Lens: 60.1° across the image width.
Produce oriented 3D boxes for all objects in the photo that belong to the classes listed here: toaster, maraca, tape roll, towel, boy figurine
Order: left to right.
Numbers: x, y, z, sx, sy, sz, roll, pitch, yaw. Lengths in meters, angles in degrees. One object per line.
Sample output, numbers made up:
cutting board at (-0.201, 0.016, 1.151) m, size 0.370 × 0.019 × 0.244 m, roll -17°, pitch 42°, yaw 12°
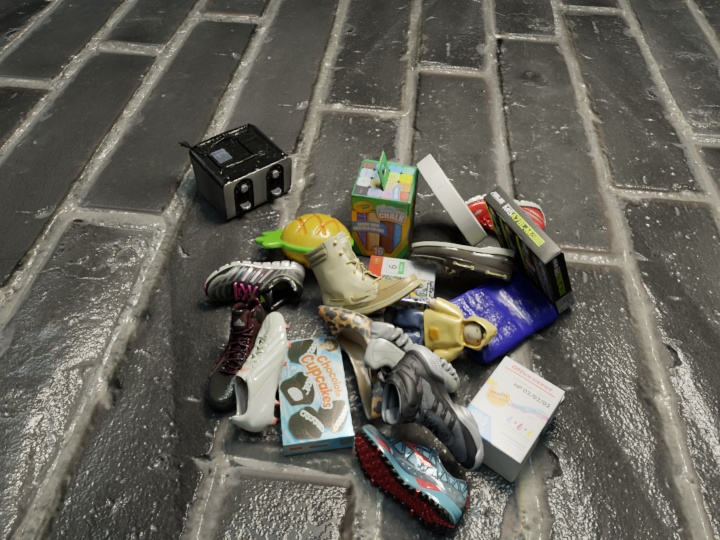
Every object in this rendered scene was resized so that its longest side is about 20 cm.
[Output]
toaster at (-0.274, -0.228, 1.397) m, size 0.179 × 0.120 × 0.200 m, roll -29°, pitch 54°, yaw -28°
maraca at (-0.110, -0.060, 1.248) m, size 0.195 × 0.110 × 0.137 m, roll 4°, pitch 15°, yaw 8°
boy figurine at (0.139, 0.112, 1.095) m, size 0.195 × 0.128 × 0.064 m, roll 5°, pitch 1°, yaw 19°
tape roll at (0.181, -0.139, 1.232) m, size 0.037 × 0.203 × 0.205 m, roll -34°, pitch 48°, yaw 11°
towel at (0.257, 0.077, 1.170) m, size 0.197 × 0.050 × 0.148 m, roll -27°, pitch 52°, yaw -25°

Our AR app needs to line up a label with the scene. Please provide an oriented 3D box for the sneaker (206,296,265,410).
sneaker at (-0.215, 0.126, 1.061) m, size 0.074 × 0.117 × 0.202 m, roll 10°, pitch 46°, yaw 8°

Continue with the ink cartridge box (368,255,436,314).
ink cartridge box at (0.045, 0.028, 1.208) m, size 0.195 × 0.051 × 0.110 m, roll 8°, pitch 45°, yaw 4°

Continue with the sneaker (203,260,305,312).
sneaker at (-0.196, 0.035, 1.179) m, size 0.195 × 0.075 × 0.088 m, roll -5°, pitch 40°, yaw -14°

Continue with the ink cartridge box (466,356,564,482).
ink cartridge box at (0.251, 0.224, 1.015) m, size 0.114 × 0.069 × 0.200 m, roll 30°, pitch 52°, yaw 24°

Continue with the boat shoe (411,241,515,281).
boat shoe at (0.193, -0.018, 1.189) m, size 0.196 × 0.072 × 0.062 m, roll 6°, pitch 90°, yaw 9°

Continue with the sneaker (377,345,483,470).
sneaker at (0.097, 0.221, 0.927) m, size 0.113 × 0.075 × 0.203 m, roll -23°, pitch 79°, yaw -37°

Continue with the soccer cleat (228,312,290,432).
soccer cleat at (-0.165, 0.159, 1.022) m, size 0.076 × 0.069 × 0.204 m, roll 21°, pitch 62°, yaw -30°

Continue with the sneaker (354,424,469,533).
sneaker at (0.077, 0.302, 0.946) m, size 0.199 × 0.080 × 0.095 m, roll 38°, pitch 41°, yaw 22°

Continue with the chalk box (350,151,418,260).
chalk box at (0.051, -0.139, 1.265) m, size 0.121 × 0.203 × 0.126 m, roll 10°, pitch 46°, yaw 8°

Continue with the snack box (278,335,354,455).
snack box at (-0.080, 0.204, 1.046) m, size 0.113 × 0.038 × 0.202 m, roll -5°, pitch 46°, yaw -8°

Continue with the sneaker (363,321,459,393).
sneaker at (0.082, 0.162, 1.027) m, size 0.198 × 0.075 × 0.082 m, roll 34°, pitch 69°, yaw -26°

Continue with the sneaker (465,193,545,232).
sneaker at (0.301, -0.108, 1.333) m, size 0.195 × 0.078 × 0.086 m, roll 1°, pitch 51°, yaw 0°

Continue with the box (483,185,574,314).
box at (0.320, -0.037, 1.181) m, size 0.047 × 0.201 × 0.195 m, roll -33°, pitch 51°, yaw 3°

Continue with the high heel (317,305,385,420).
high heel at (-0.013, 0.151, 1.047) m, size 0.198 × 0.072 × 0.143 m, roll 35°, pitch 47°, yaw 0°

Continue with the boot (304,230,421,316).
boot at (0.000, 0.000, 1.119) m, size 0.197 × 0.159 × 0.072 m, roll -22°, pitch -3°, yaw 29°
